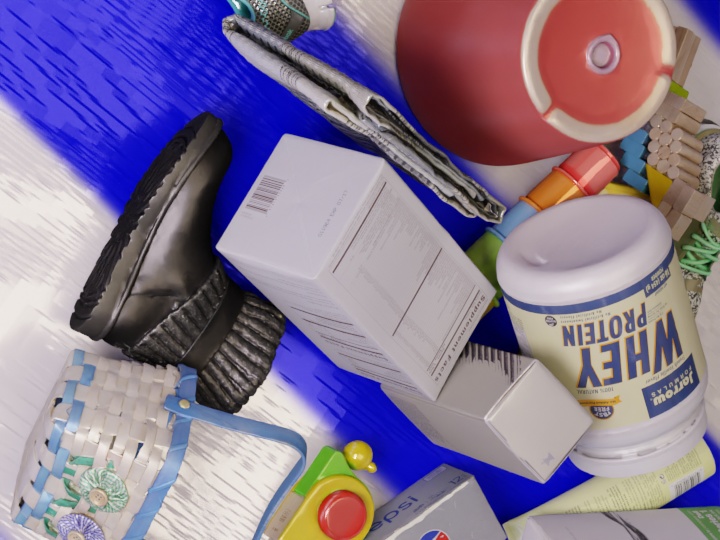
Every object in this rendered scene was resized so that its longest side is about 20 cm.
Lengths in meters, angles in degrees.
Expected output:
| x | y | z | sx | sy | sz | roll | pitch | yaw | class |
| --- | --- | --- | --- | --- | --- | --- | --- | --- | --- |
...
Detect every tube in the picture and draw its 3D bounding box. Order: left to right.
| x | y | z | sx | sy | sz | roll | pitch | yaw | class |
| --- | --- | --- | --- | --- | --- | --- | --- | --- | --- |
| 0.220 | 0.206 | 1.868 | 0.200 | 0.052 | 0.058 | -30 | 75 | -14 | tube |

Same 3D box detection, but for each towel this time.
| x | y | z | sx | sy | sz | roll | pitch | yaw | class |
| --- | --- | --- | --- | --- | --- | --- | --- | --- | --- |
| 0.000 | -0.112 | 1.623 | 0.035 | 0.200 | 0.193 | -54 | 133 | -2 | towel |

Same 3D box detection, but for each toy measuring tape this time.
| x | y | z | sx | sy | sz | roll | pitch | yaw | class |
| --- | --- | --- | --- | --- | --- | --- | --- | --- | --- |
| -0.045 | 0.230 | 1.741 | 0.074 | 0.074 | 0.200 | 38 | 81 | -23 | toy measuring tape |

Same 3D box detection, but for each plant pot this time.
| x | y | z | sx | sy | sz | roll | pitch | yaw | class |
| --- | --- | --- | --- | --- | --- | --- | --- | --- | --- |
| 0.153 | -0.179 | 1.717 | 0.200 | 0.177 | 0.201 | -3 | 98 | -24 | plant pot |

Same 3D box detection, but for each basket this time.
| x | y | z | sx | sy | sz | roll | pitch | yaw | class |
| --- | --- | --- | --- | --- | --- | --- | --- | --- | --- |
| -0.159 | 0.161 | 1.623 | 0.200 | 0.139 | 0.176 | 16 | 129 | -14 | basket |

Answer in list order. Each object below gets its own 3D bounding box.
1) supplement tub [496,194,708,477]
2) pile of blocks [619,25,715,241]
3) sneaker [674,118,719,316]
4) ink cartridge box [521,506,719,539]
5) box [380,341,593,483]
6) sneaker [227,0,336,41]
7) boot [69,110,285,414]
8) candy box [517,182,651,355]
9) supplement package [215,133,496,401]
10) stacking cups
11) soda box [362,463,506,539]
| x | y | z | sx | sy | sz | roll | pitch | yaw | class |
| --- | --- | --- | --- | --- | --- | --- | --- | --- | --- |
| 0.203 | 0.054 | 1.728 | 0.145 | 0.145 | 0.200 | -29 | 119 | -18 | supplement tub |
| 0.262 | -0.119 | 1.822 | 0.062 | 0.082 | 0.200 | 19 | 67 | -56 | pile of blocks |
| 0.297 | -0.034 | 1.846 | 0.077 | 0.089 | 0.200 | 12 | 92 | -25 | sneaker |
| 0.231 | 0.289 | 1.840 | 0.200 | 0.084 | 0.146 | 1 | 116 | -24 | ink cartridge box |
| 0.099 | 0.108 | 1.715 | 0.068 | 0.200 | 0.082 | -49 | 112 | -13 | box |
| -0.100 | -0.257 | 1.654 | 0.091 | 0.078 | 0.200 | -35 | 108 | -11 | sneaker |
| -0.118 | -0.004 | 1.672 | 0.158 | 0.079 | 0.211 | 29 | 92 | -20 | boot |
| 0.200 | 0.021 | 1.831 | 0.102 | 0.026 | 0.200 | 11 | 92 | -9 | candy box |
| 0.000 | 0.000 | 1.662 | 0.114 | 0.109 | 0.200 | -59 | 138 | -16 | supplement package |
| 0.141 | -0.027 | 1.781 | 0.200 | 0.061 | 0.061 | -42 | 111 | -6 | stacking cups |
| 0.020 | 0.248 | 1.773 | 0.200 | 0.063 | 0.068 | -34 | 107 | -17 | soda box |
